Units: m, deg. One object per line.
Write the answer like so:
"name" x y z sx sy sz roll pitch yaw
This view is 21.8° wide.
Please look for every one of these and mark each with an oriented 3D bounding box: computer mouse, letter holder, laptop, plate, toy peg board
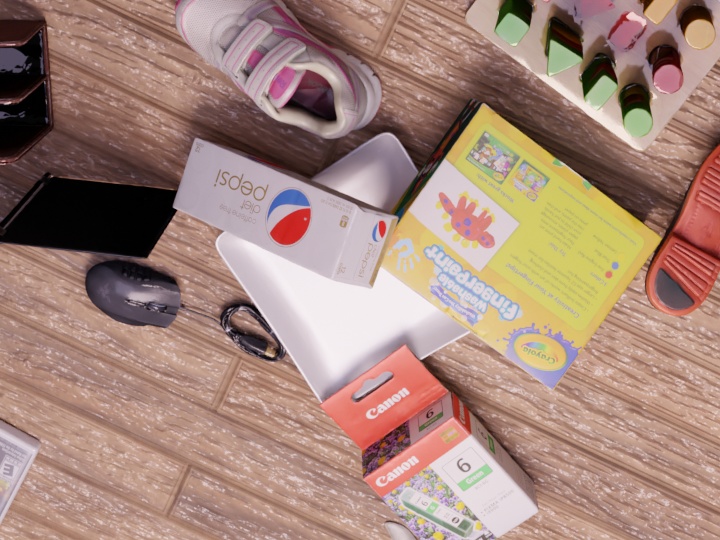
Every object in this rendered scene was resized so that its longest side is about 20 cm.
"computer mouse" -0.162 0.042 1.727 0.198 0.034 0.059 19 109 -1
"letter holder" -0.384 -0.155 1.625 0.198 0.142 0.102 1 110 6
"laptop" -0.271 -0.005 1.640 0.116 0.187 0.200 39 109 -7
"plate" 0.000 0.000 1.695 0.199 0.032 0.201 -31 103 16
"toy peg board" 0.220 -0.223 1.558 0.199 0.098 0.200 35 109 -7

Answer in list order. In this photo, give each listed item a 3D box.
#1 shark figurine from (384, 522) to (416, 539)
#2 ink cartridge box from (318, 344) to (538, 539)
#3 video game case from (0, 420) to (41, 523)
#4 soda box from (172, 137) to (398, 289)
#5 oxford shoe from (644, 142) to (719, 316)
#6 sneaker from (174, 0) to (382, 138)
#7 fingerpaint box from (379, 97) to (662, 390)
"shark figurine" 0.013 0.334 1.783 0.214 0.090 0.129 -34 101 14
"ink cartridge box" 0.063 0.174 1.722 0.109 0.050 0.200 -35 113 16
"video game case" -0.436 0.195 1.817 0.199 0.023 0.183 29 110 -4
"soda box" -0.067 -0.050 1.607 0.199 0.063 0.069 24 96 37
"oxford shoe" 0.307 -0.054 1.628 0.071 0.073 0.201 36 90 -3
"sneaker" -0.073 -0.182 1.609 0.199 0.088 0.082 29 110 -4
"fingerpaint box" 0.131 -0.024 1.627 0.199 0.073 0.167 34 94 -10
